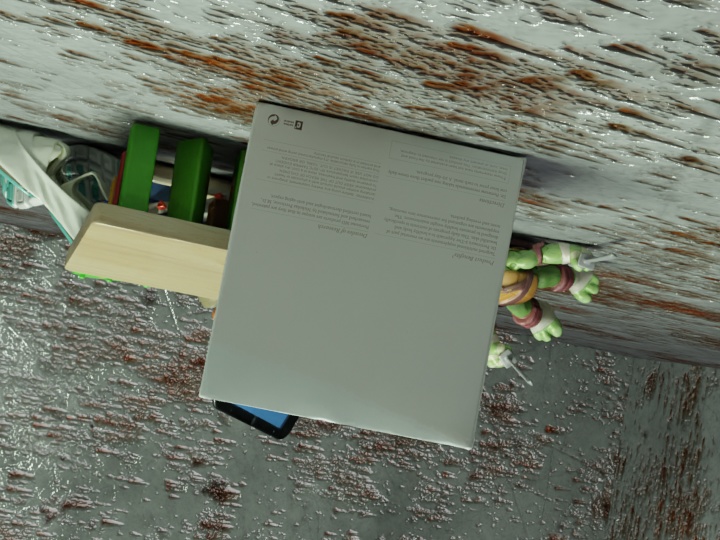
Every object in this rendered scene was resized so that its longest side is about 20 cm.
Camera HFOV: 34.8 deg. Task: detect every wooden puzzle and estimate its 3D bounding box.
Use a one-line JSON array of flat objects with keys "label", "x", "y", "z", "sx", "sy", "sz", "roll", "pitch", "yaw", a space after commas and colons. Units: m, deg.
[{"label": "wooden puzzle", "x": -0.173, "y": -0.073, "z": 1.274, "sx": 0.184, "sy": 0.047, "sz": 0.200, "roll": 12, "pitch": 176, "yaw": -17}]

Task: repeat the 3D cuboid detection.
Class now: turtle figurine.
[{"label": "turtle figurine", "x": 0.193, "y": 0.041, "z": 1.209, "sx": 0.199, "sy": 0.145, "sz": 0.193, "roll": 12, "pitch": -179, "yaw": 34}]

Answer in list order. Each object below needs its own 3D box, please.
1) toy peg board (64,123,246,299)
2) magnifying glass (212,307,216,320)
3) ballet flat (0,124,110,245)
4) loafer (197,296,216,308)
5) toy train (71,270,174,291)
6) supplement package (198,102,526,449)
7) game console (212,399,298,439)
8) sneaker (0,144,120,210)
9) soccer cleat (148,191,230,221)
[{"label": "toy peg board", "x": -0.145, "y": -0.046, "z": 1.025, "sx": 0.198, "sy": 0.099, "sz": 0.199, "roll": 12, "pitch": 165, "yaw": -18}, {"label": "magnifying glass", "x": -0.084, "y": 0.048, "z": 1.334, "sx": 0.198, "sy": 0.023, "sz": 0.079, "roll": -6, "pitch": 159, "yaw": 28}, {"label": "ballet flat", "x": -0.288, "y": -0.084, "z": 1.108, "sx": 0.200, "sy": 0.069, "sz": 0.069, "roll": 47, "pitch": 173, "yaw": -3}, {"label": "loafer", "x": -0.169, "y": 0.007, "z": 1.376, "sx": 0.075, "sy": 0.068, "sz": 0.200, "roll": -10, "pitch": 162, "yaw": 21}, {"label": "toy train", "x": -0.201, "y": 0.000, "z": 1.173, "sx": 0.198, "sy": 0.042, "sz": 0.056, "roll": 7, "pitch": 172, "yaw": 10}, {"label": "supplement package", "x": -0.002, "y": 0.007, "z": 0.832, "sx": 0.189, "sy": 0.202, "sz": 0.147, "roll": 11, "pitch": 176, "yaw": -4}, {"label": "game console", "x": -0.046, "y": 0.110, "z": 1.277, "sx": 0.169, "sy": 0.119, "sz": 0.200, "roll": -6, "pitch": 160, "yaw": 19}, {"label": "sneaker", "x": -0.282, "y": -0.096, "z": 1.197, "sx": 0.199, "sy": 0.078, "sz": 0.091, "roll": 12, "pitch": -166, "yaw": 35}, {"label": "soccer cleat", "x": -0.145, "y": -0.041, "z": 1.179, "sx": 0.198, "sy": 0.070, "sz": 0.078, "roll": 0, "pitch": 157, "yaw": 21}]
